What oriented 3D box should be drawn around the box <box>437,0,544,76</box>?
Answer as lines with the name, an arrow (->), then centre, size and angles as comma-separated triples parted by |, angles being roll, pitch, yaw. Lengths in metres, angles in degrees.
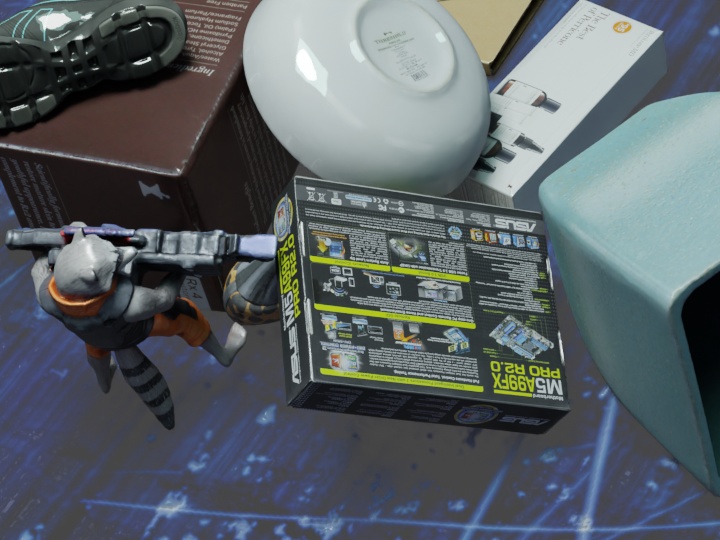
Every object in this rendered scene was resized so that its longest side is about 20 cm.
box -> 0.058, -0.246, 1.867 | 0.200, 0.021, 0.164 | 17, 57, 25

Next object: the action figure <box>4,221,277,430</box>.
action figure -> -0.146, 0.028, 1.557 | 0.200, 0.193, 0.105 | -1, 64, 22

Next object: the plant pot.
plant pot -> 0.233, -0.008, 1.531 | 0.196, 0.196, 0.200 | -36, 43, -17

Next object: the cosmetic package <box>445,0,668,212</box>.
cosmetic package -> 0.148, -0.122, 1.727 | 0.083, 0.051, 0.200 | 28, 61, 29

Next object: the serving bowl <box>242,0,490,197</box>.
serving bowl -> 0.017, -0.148, 1.631 | 0.200, 0.066, 0.200 | 17, 53, -24

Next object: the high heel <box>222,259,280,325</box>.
high heel -> 0.000, 0.000, 1.664 | 0.200, 0.143, 0.071 | 1, 62, -31

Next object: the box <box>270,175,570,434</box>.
box -> 0.041, 0.025, 1.547 | 0.200, 0.044, 0.160 | 7, 60, -24

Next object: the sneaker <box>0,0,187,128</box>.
sneaker -> -0.225, -0.160, 1.619 | 0.200, 0.075, 0.079 | -14, 34, -6

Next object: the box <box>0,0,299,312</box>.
box -> -0.153, -0.104, 1.699 | 0.164, 0.166, 0.200 | 10, 53, 19
